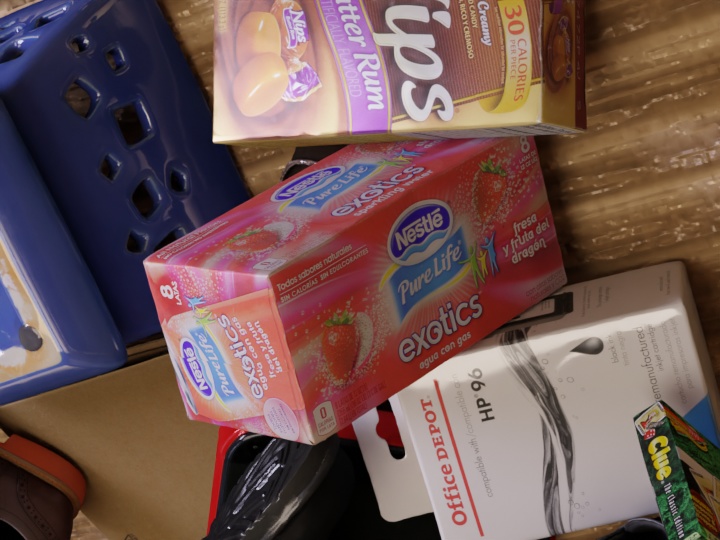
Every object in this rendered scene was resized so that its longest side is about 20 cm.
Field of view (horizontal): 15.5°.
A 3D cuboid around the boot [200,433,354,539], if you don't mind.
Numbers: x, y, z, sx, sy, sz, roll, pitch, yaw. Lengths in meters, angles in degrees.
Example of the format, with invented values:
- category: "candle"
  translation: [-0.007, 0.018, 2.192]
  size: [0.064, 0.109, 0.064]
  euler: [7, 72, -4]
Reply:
- category: "boot"
  translation: [-0.013, 0.183, 1.477]
  size: [0.157, 0.080, 0.211]
  euler: [26, 130, -10]

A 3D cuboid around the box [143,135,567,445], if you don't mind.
- category: "box"
  translation: [0.000, 0.000, 1.372]
  size: [0.102, 0.200, 0.095]
  euler: [7, 119, 47]

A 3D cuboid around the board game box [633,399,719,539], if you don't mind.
- category: "board game box"
  translation: [0.216, 0.154, 1.344]
  size: [0.023, 0.105, 0.200]
  euler: [-41, 121, 18]

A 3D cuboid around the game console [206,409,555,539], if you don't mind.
- category: "game console"
  translation: [0.011, 0.156, 1.523]
  size: [0.199, 0.031, 0.177]
  euler: [9, 127, 0]

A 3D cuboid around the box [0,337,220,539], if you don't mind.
- category: "box"
  translation: [-0.104, 0.125, 1.581]
  size: [0.163, 0.021, 0.200]
  euler: [-18, 124, 36]

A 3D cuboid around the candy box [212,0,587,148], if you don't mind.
- category: "candy box"
  translation: [0.018, -0.126, 1.370]
  size: [0.199, 0.056, 0.117]
  euler: [-2, 87, 30]

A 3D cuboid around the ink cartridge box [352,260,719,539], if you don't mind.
- category: "ink cartridge box"
  translation: [0.089, 0.079, 1.410]
  size: [0.199, 0.068, 0.116]
  euler: [-14, 108, 12]

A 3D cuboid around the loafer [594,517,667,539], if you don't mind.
- category: "loafer"
  translation: [0.155, 0.160, 1.371]
  size: [0.068, 0.200, 0.071]
  euler: [46, 133, 27]

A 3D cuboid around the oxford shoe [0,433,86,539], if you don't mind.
- category: "oxford shoe"
  translation: [-0.258, 0.118, 1.552]
  size: [0.199, 0.073, 0.071]
  euler: [23, 139, -13]

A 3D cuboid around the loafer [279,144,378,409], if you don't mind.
- category: "loafer"
  translation: [-0.019, 0.019, 1.484]
  size: [0.073, 0.071, 0.201]
  euler: [13, 121, 24]

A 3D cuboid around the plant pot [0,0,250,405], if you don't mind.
- category: "plant pot"
  translation: [-0.197, -0.028, 1.498]
  size: [0.199, 0.180, 0.201]
  euler: [-17, 105, 35]
